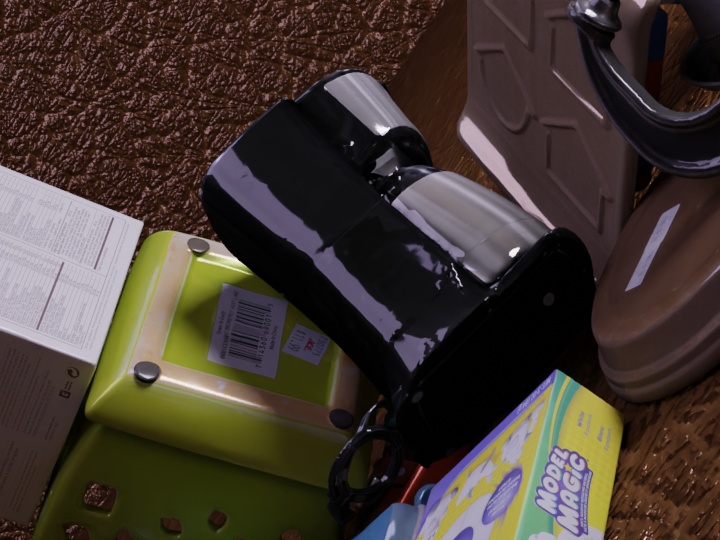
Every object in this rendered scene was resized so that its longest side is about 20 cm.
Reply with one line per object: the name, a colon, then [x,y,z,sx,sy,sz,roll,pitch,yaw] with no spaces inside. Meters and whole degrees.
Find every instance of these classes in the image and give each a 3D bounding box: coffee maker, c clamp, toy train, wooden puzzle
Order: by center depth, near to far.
c clamp: [0.163,-0.152,0.671,0.027,0.171,0.201,-8,-45,-55]
coffee maker: [0.000,0.000,0.832,0.191,0.200,0.135,-29,-39,-28]
wooden puzzle: [0.116,-0.118,0.833,0.186,0.046,0.201,-125,27,-43]
toy train: [0.029,0.102,0.944,0.151,0.055,0.200,-57,8,-10]

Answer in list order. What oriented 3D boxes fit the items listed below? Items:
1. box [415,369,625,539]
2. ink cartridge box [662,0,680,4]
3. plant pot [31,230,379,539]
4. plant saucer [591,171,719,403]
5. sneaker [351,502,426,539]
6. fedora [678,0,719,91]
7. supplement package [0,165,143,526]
box: [0.055,0.149,0.650,0.117,0.048,0.201,-50,11,37]
ink cartridge box: [0.171,-0.267,0.926,0.199,0.146,0.147,-7,-25,-35]
plant pot: [-0.088,0.099,0.941,0.201,0.197,0.182,-81,9,-51]
plant saucer: [0.174,-0.027,0.709,0.201,0.029,0.200,-55,9,12]
sneaker: [-0.053,0.186,0.830,0.200,0.130,0.080,-53,7,16]
fedora: [0.214,-0.174,0.724,0.177,0.090,0.200,-44,8,-6]
supplement package: [-0.264,0.028,0.916,0.151,0.199,0.152,-83,19,-54]
